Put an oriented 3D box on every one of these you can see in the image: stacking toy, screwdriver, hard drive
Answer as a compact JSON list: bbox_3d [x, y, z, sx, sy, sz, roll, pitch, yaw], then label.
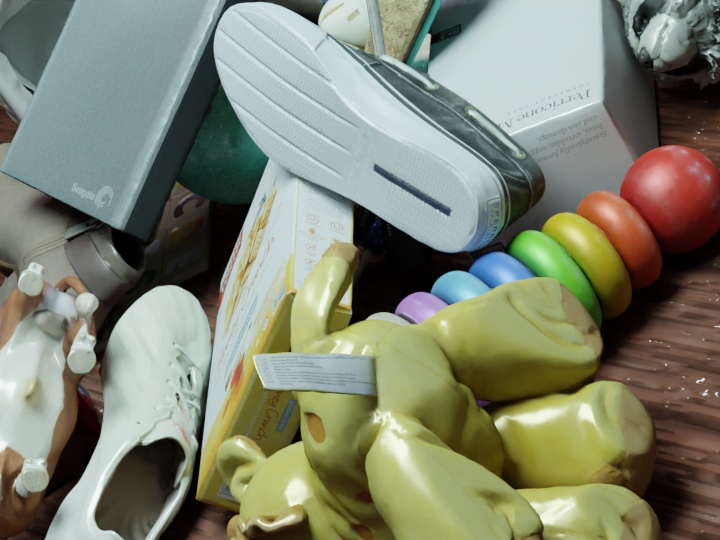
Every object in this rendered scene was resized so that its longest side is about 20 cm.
[{"bbox_3d":[0.100,0.009,1.133,0.200,0.086,0.085,-34,28,-13],"label":"stacking toy"},{"bbox_3d":[0.000,0.000,1.288,0.029,0.028,0.200,-45,12,52],"label":"screwdriver"},{"bbox_3d":[0.014,-0.097,1.238,0.028,0.201,0.029,-11,19,-9],"label":"screwdriver"},{"bbox_3d":[-0.130,-0.128,1.361,0.139,0.033,0.201,24,90,48],"label":"hard drive"}]

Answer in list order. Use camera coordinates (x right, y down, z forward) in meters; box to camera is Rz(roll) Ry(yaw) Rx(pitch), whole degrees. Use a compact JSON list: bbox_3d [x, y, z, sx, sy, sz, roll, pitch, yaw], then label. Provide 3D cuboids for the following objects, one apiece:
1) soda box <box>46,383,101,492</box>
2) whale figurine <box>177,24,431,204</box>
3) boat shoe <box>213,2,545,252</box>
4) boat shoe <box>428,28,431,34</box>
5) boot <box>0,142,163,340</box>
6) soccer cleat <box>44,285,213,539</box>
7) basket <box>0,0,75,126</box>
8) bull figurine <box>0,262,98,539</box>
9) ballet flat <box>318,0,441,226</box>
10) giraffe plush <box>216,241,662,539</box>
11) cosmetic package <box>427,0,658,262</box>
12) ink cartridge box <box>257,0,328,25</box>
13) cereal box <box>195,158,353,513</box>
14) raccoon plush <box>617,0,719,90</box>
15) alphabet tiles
[{"bbox_3d":[-0.247,0.123,1.323,0.200,0.064,0.070,-35,29,1],"label":"soda box"},{"bbox_3d":[-0.035,-0.097,1.410,0.199,0.104,0.159,-6,0,8],"label":"whale figurine"},{"bbox_3d":[0.008,-0.074,1.179,0.200,0.072,0.071,40,36,26],"label":"boat shoe"},{"bbox_3d":[0.087,-0.167,1.418,0.199,0.071,0.070,-1,71,40],"label":"boat shoe"},{"bbox_3d":[-0.182,-0.032,1.442,0.146,0.070,0.201,-33,45,31],"label":"boot"},{"bbox_3d":[-0.111,0.086,1.227,0.077,0.069,0.201,-32,31,45],"label":"soccer cleat"},{"bbox_3d":[-0.194,-0.192,1.664,0.200,0.136,0.123,-41,26,-11],"label":"basket"},{"bbox_3d":[-0.185,0.091,1.219,0.121,0.065,0.201,141,143,-71],"label":"bull figurine"},{"bbox_3d":[0.000,-0.116,1.306,0.071,0.065,0.201,-81,9,-67],"label":"ballet flat"},{"bbox_3d":[0.013,0.103,1.019,0.162,0.199,0.173,126,153,-43],"label":"giraffe plush"},{"bbox_3d":[0.101,-0.099,1.274,0.112,0.081,0.200,-22,31,18],"label":"cosmetic package"},{"bbox_3d":[-0.056,-0.178,1.475,0.200,0.115,0.068,161,112,-66],"label":"ink cartridge box"},{"bbox_3d":[-0.043,0.013,1.222,0.200,0.039,0.144,-90,21,-56],"label":"cereal box"},{"bbox_3d":[0.235,-0.152,1.246,0.199,0.097,0.134,-15,7,-29],"label":"raccoon plush"},{"bbox_3d":[-0.166,-0.005,1.486,0.167,0.008,0.200,-25,30,16],"label":"alphabet tiles"}]
